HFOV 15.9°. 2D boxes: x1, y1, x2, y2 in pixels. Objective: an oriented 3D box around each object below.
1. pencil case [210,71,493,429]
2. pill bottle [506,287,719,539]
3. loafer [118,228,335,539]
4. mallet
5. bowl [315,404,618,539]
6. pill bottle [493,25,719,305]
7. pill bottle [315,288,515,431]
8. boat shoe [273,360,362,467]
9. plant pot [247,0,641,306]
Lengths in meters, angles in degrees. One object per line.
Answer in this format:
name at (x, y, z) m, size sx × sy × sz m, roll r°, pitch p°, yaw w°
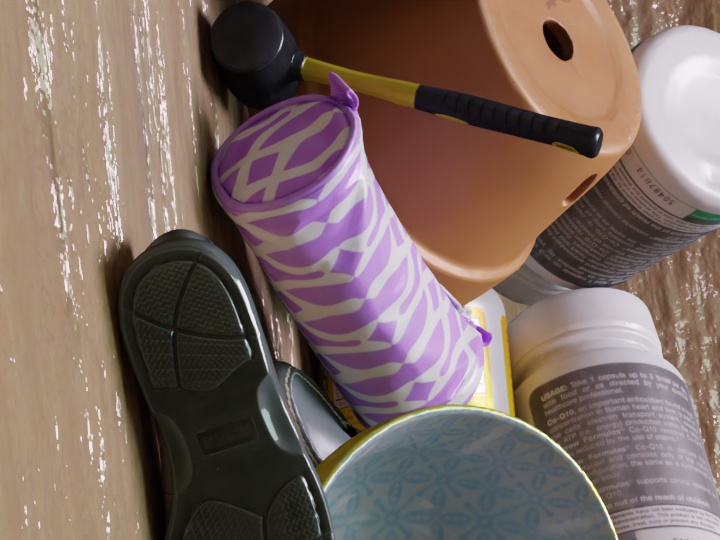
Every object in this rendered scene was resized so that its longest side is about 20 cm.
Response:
pencil case at (0.000, 0.000, 1.288) m, size 0.084 × 0.085 × 0.200 m, roll 49°, pitch -7°, yaw 46°
pill bottle at (0.145, 0.117, 1.489) m, size 0.114 × 0.114 × 0.200 m, roll 71°, pitch 6°, yaw -55°
loafer at (-0.051, 0.078, 1.060) m, size 0.063 × 0.072 × 0.200 m, roll -88°, pitch 168°, yaw -76°
mallet at (0.019, -0.090, 1.261) m, size 0.066 × 0.200 × 0.041 m, roll 48°, pitch 57°, yaw -67°
bowl at (0.022, 0.168, 1.247) m, size 0.108 × 0.200 × 0.200 m, roll -13°, pitch -98°, yaw 58°
pill bottle at (0.148, -0.054, 1.502) m, size 0.200 × 0.113 × 0.113 m, roll -34°, pitch -126°, yaw 53°
pill bottle at (0.031, 0.067, 1.472) m, size 0.113 × 0.113 × 0.200 m, roll 48°, pitch 36°, yaw -76°
boat shoe at (0.008, 0.109, 1.327) m, size 0.200 × 0.062 × 0.073 m, roll 54°, pitch 26°, yaw -37°
plant pot at (0.055, -0.093, 1.384) m, size 0.200 × 0.140 × 0.200 m, roll 30°, pitch 45°, yaw -36°
